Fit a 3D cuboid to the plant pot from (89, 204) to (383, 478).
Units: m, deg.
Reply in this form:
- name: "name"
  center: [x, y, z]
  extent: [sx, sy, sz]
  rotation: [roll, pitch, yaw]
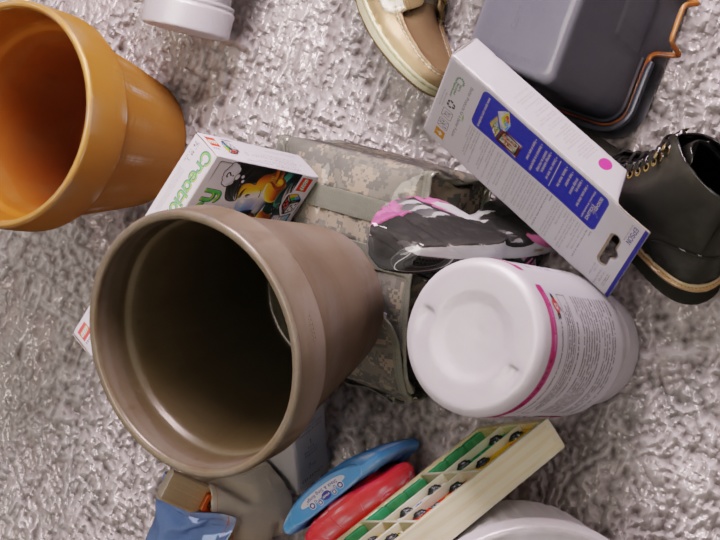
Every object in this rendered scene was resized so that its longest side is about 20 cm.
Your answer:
- name: "plant pot"
  center: [-0.076, 0.037, 1.246]
  extent: [0.199, 0.173, 0.201]
  rotation: [10, 107, 34]

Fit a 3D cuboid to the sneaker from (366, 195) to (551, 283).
- name: "sneaker"
  center: [0.080, -0.001, 1.274]
  extent: [0.080, 0.199, 0.087]
  rotation: [36, 114, 39]

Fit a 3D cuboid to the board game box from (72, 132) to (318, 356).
- name: "board game box"
  center: [-0.132, -0.013, 1.316]
  extent: [0.035, 0.126, 0.200]
  rotation: [46, 112, 31]

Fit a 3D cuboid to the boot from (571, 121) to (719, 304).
- name: "boot"
  center: [0.208, -0.083, 1.228]
  extent: [0.200, 0.139, 0.077]
  rotation: [38, 63, 19]

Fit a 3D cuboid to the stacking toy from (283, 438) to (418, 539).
- name: "stacking toy"
  center: [0.038, 0.247, 1.343]
  extent: [0.116, 0.110, 0.200]
  rotation: [-39, 78, 20]

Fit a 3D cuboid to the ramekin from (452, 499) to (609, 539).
- name: "ramekin"
  center: [0.117, 0.266, 1.236]
  extent: [0.201, 0.094, 0.203]
  rotation: [-2, 105, -9]

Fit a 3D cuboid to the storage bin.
- name: "storage bin"
  center: [0.176, -0.213, 1.265]
  extent: [0.145, 0.134, 0.201]
  rotation: [24, 100, 31]

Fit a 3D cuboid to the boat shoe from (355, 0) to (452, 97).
- name: "boat shoe"
  center: [0.036, -0.241, 1.390]
  extent: [0.066, 0.074, 0.201]
  rotation: [-38, 68, 30]

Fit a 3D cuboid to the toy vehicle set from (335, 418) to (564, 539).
- name: "toy vehicle set"
  center: [0.051, 0.183, 1.245]
  extent: [0.027, 0.200, 0.124]
  rotation: [56, 157, -5]

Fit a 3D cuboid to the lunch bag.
- name: "lunch bag"
  center: [0.000, 0.000, 1.369]
  extent: [0.163, 0.117, 0.201]
  rotation: [18, 101, 34]

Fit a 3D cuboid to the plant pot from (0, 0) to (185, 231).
- name: "plant pot"
  center: [-0.264, -0.131, 1.502]
  extent: [0.199, 0.183, 0.201]
  rotation: [-2, 85, 31]

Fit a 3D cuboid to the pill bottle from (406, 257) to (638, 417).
- name: "pill bottle"
  center: [0.130, 0.054, 1.231]
  extent: [0.113, 0.200, 0.114]
  rotation: [-3, 84, 32]

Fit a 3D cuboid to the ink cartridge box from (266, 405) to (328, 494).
- name: "ink cartridge box"
  center: [-0.116, 0.077, 1.421]
  extent: [0.200, 0.045, 0.177]
  rotation: [29, 139, 30]

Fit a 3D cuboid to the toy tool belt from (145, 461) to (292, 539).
- name: "toy tool belt"
  center: [-0.148, 0.249, 1.411]
  extent: [0.125, 0.123, 0.201]
  rotation: [28, 113, 33]

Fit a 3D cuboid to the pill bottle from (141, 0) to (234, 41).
- name: "pill bottle"
  center: [-0.139, -0.315, 1.482]
  extent: [0.111, 0.111, 0.201]
  rotation: [14, 93, 32]

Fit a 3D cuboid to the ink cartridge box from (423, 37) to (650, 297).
- name: "ink cartridge box"
  center: [0.136, -0.077, 1.230]
  extent: [0.200, 0.037, 0.095]
  rotation: [46, 150, 15]
